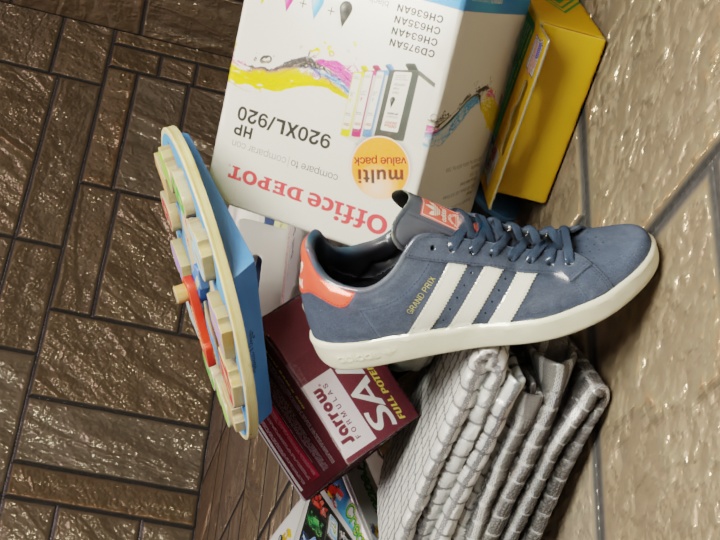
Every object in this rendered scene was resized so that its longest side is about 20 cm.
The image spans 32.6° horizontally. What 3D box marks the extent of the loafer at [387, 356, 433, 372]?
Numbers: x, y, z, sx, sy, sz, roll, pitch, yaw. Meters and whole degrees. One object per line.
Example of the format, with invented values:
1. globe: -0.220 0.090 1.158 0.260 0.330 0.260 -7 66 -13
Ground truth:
1. loafer: 0.016 0.029 0.815 0.200 0.069 0.071 125 164 -73

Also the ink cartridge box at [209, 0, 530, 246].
1. ink cartridge box: 0.009 -0.129 0.801 0.144 0.146 0.202 -24 -49 -66

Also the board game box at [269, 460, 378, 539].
1. board game box: -0.011 0.257 0.958 0.127 0.034 0.201 -54 38 25

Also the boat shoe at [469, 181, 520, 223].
1. boat shoe: 0.071 -0.072 0.965 0.069 0.084 0.201 -47 24 18

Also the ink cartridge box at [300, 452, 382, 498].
1. ink cartridge box: -0.020 0.218 1.138 0.117 0.066 0.202 114 164 -65

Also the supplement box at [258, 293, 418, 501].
1. supplement box: -0.032 0.089 0.856 0.109 0.061 0.200 56 163 8

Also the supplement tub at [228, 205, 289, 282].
1. supplement tub: -0.024 0.001 1.092 0.145 0.198 0.147 -168 90 -79

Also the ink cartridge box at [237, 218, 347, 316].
1. ink cartridge box: 0.000 0.000 0.966 0.068 0.198 0.118 114 163 -48

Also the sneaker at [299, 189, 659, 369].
1. sneaker: 0.059 -0.008 0.667 0.075 0.198 0.085 -88 -18 -65

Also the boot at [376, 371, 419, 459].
1. boot: 0.036 0.131 0.976 0.074 0.075 0.201 -91 16 -45

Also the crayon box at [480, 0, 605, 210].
1. crayon box: 0.119 -0.137 0.891 0.201 0.051 0.127 -96 20 -60

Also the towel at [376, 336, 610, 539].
1. towel: 0.075 0.105 0.773 0.166 0.085 0.202 -86 15 -69

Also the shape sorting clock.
1. shape sorting clock: -0.098 0.009 0.774 0.200 0.039 0.202 162 90 -74
